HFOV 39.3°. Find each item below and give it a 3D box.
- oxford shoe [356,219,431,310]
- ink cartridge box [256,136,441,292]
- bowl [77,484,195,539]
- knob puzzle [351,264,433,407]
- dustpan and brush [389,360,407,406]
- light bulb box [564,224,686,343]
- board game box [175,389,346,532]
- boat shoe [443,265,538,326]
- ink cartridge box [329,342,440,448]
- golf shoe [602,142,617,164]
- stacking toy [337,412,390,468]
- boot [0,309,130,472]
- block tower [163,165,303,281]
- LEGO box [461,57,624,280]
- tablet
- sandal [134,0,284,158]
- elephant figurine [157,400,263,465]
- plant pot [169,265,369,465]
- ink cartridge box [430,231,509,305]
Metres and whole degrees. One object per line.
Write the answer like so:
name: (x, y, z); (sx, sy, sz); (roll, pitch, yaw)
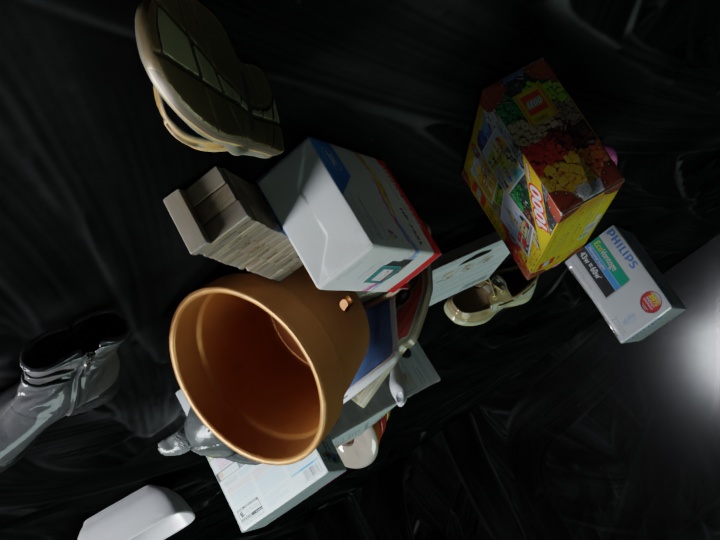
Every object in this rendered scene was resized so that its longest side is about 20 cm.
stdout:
oxford shoe: (0.000, 0.000, 1.160); (0.200, 0.071, 0.074); (-45, 129, -12)
ink cartridge box: (0.002, -0.046, 0.935); (0.067, 0.117, 0.199); (-37, 164, 20)
bowl: (-0.388, 0.436, 1.723); (0.198, 0.075, 0.200); (-29, 163, -10)
knob puzzle: (0.016, 0.049, 1.232); (0.030, 0.221, 0.219); (36, 119, -26)
dustpan and brush: (0.031, 0.088, 1.266); (0.057, 0.201, 0.139); (39, 116, -25)
light bulb box: (0.529, 0.030, 2.004); (0.124, 0.200, 0.199); (-38, 162, 19)
board game box: (-0.127, 0.202, 1.278); (0.147, 0.202, 0.064); (-35, 162, 17)
boat shoe: (0.222, 0.032, 1.690); (0.198, 0.074, 0.067); (-22, 149, -38)
ink cartridge box: (-0.018, 0.133, 1.352); (0.198, 0.163, 0.050); (-26, 157, -18)
golf shoe: (0.286, -0.102, 1.416); (0.201, 0.074, 0.092); (-59, -164, 28)
stacking toy: (0.014, 0.269, 1.939); (0.200, 0.146, 0.146); (-38, 174, -47)
boot: (-0.308, 0.109, 0.933); (0.199, 0.070, 0.132); (-36, 165, -29)
block tower: (-0.096, -0.037, 0.893); (0.057, 0.054, 0.200); (-35, 164, 11)
LEGO box: (0.183, -0.099, 1.056); (0.076, 0.150, 0.200); (-28, 163, -9)
tablet: (-0.004, 0.067, 1.196); (0.014, 0.202, 0.130); (36, 120, -26)
sandal: (-0.101, -0.112, 0.650); (0.053, 0.082, 0.200); (-12, 172, 11)
elephant figurine: (-0.133, 0.119, 1.198); (0.154, 0.203, 0.141); (20, 149, -38)
plant pot: (-0.082, 0.080, 1.056); (0.200, 0.201, 0.140); (-45, 175, 41)
ink cartridge box: (0.130, -0.007, 1.429); (0.198, 0.044, 0.174); (-23, 161, -28)
